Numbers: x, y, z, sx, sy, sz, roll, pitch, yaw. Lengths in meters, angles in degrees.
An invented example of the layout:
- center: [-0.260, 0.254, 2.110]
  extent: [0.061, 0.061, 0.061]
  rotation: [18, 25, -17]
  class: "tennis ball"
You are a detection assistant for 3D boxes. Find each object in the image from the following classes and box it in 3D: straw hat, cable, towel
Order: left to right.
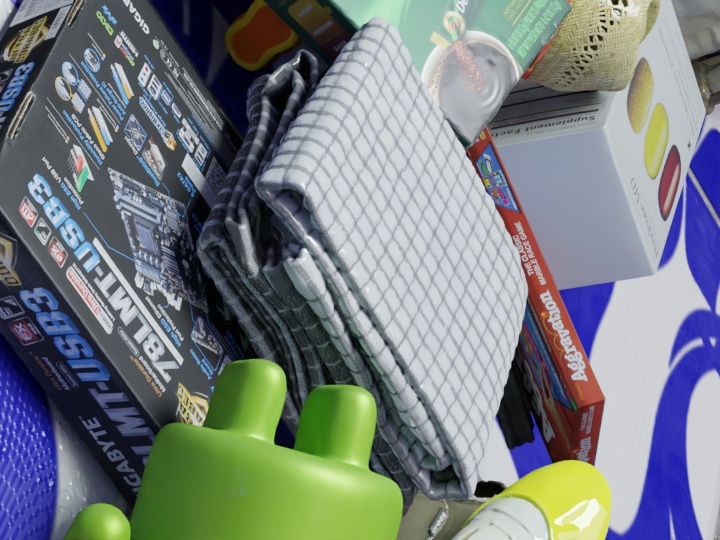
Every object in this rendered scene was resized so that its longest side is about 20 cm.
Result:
- center: [0.000, 0.000, 1.270]
  extent: [0.200, 0.086, 0.166]
  rotation: [59, 32, -26]
  class: "towel"
- center: [0.051, 0.006, 1.430]
  extent: [0.097, 0.050, 0.200]
  rotation: [-123, -161, -62]
  class: "cable"
- center: [0.129, -0.146, 1.499]
  extent: [0.085, 0.201, 0.201]
  rotation: [28, 41, -7]
  class: "straw hat"

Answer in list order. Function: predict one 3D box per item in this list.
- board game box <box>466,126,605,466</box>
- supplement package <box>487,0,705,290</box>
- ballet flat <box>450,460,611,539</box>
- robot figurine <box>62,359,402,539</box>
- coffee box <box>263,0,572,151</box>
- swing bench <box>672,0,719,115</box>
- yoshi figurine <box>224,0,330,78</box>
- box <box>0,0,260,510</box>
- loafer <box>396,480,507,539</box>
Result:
- center: [0.090, 0.015, 1.436]
  extent: [0.103, 0.019, 0.200]
  rotation: [87, -16, -59]
  class: "board game box"
- center: [0.139, -0.086, 1.615]
  extent: [0.200, 0.109, 0.114]
  rotation: [-65, 139, -52]
  class: "supplement package"
- center: [0.051, 0.169, 1.268]
  extent: [0.067, 0.200, 0.067]
  rotation: [36, -8, 35]
  class: "ballet flat"
- center: [-0.051, 0.142, 1.118]
  extent: [0.175, 0.116, 0.200]
  rotation: [17, 84, -14]
  class: "robot figurine"
- center: [0.008, -0.164, 1.332]
  extent: [0.200, 0.044, 0.123]
  rotation: [46, 55, -12]
  class: "coffee box"
- center: [0.286, -0.212, 1.871]
  extent: [0.200, 0.199, 0.130]
  rotation: [8, 67, -59]
  class: "swing bench"
- center: [0.023, -0.147, 1.404]
  extent: [0.200, 0.112, 0.112]
  rotation: [-37, 145, -50]
  class: "yoshi figurine"
- center: [-0.112, -0.020, 1.211]
  extent: [0.200, 0.050, 0.199]
  rotation: [56, 33, -29]
  class: "box"
- center: [0.025, 0.126, 1.339]
  extent: [0.200, 0.075, 0.070]
  rotation: [-4, 82, -61]
  class: "loafer"
